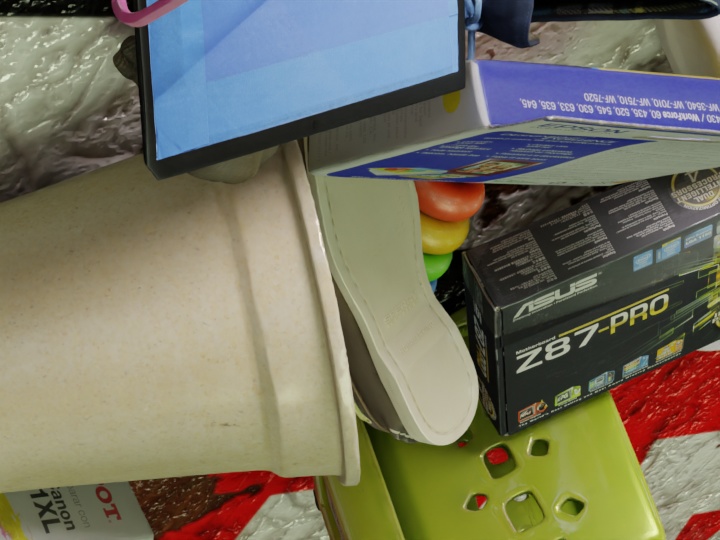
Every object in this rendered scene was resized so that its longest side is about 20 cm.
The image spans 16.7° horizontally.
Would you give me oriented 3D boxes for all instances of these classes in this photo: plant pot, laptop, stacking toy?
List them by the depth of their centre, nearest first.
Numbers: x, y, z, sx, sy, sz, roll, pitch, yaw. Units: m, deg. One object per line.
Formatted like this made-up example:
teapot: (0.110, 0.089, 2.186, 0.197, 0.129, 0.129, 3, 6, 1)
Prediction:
laptop: (0.010, -0.137, 0.967, 0.177, 0.103, 0.200, -20, 172, -37)
plant pot: (-0.111, 0.025, 1.192, 0.183, 0.201, 0.200, -12, 151, -6)
stacking toy: (0.025, -0.024, 1.341, 0.085, 0.085, 0.200, 1, 136, -44)
plant pot: (0.071, 0.146, 1.551, 0.181, 0.200, 0.199, -16, 153, -6)

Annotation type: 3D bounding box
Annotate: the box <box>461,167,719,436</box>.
box: (0.157, 0.005, 1.397, 0.200, 0.049, 0.161, -23, 150, -9)

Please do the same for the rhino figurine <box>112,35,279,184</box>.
rhino figurine: (-0.053, -0.122, 1.068, 0.060, 0.087, 0.200, -15, 141, -31)

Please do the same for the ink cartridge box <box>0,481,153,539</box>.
ink cartridge box: (-0.228, 0.113, 1.259, 0.200, 0.146, 0.083, -5, 143, -39)

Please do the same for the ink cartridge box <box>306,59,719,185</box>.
ink cartridge box: (0.108, -0.072, 1.178, 0.198, 0.047, 0.200, 2, 172, -33)

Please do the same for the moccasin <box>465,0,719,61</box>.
moccasin: (0.072, -0.137, 1.125, 0.200, 0.068, 0.080, -8, 161, 10)

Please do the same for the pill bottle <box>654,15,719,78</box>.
pill bottle: (0.263, -0.150, 1.287, 0.200, 0.112, 0.112, -25, 153, -4)

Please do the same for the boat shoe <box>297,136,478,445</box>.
boat shoe: (0.000, 0.000, 1.279, 0.060, 0.200, 0.072, 2, -149, 47)

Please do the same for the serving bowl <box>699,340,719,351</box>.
serving bowl: (0.268, -0.033, 1.551, 0.200, 0.066, 0.200, -21, 153, -11)

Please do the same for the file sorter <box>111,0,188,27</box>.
file sorter: (-0.112, -0.179, 0.771, 0.200, 0.125, 0.139, 22, 149, -34)
